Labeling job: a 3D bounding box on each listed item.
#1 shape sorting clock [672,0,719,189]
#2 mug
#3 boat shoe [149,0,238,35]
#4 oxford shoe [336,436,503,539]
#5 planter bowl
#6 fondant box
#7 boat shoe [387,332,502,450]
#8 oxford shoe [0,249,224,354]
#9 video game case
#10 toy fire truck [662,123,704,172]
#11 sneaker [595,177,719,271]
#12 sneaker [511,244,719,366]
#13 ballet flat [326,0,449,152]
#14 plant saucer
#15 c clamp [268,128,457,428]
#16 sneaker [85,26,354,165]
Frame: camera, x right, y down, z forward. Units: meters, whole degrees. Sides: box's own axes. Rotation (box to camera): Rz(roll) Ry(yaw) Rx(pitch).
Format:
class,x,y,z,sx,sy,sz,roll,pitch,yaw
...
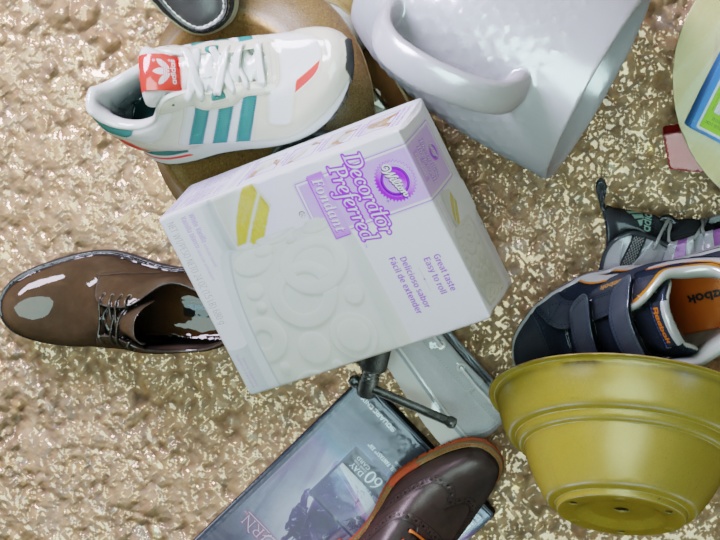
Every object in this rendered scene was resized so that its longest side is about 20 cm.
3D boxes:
class,x,y,z,sx,sy,sz,roll,pitch,yaw
shape sorting clock,0.312,-0.130,1.589,0.199,0.039,0.201,1,93,18
mug,0.080,-0.160,1.591,0.175,0.200,0.148,30,120,9
boat shoe,-0.152,-0.249,1.604,0.071,0.066,0.202,-26,100,11
oxford shoe,0.032,0.204,1.696,0.071,0.073,0.200,37,108,-21
planter bowl,0.184,0.131,1.616,0.199,0.201,0.084,4,67,8
fondant box,-0.018,-0.014,1.588,0.199,0.058,0.145,-19,107,28
boat shoe,0.041,0.038,1.695,0.068,0.072,0.201,-33,93,10
oxford shoe,-0.176,0.026,1.720,0.199,0.084,0.073,-2,101,11
video game case,-0.018,0.197,1.757,0.143,0.019,0.200,46,102,-1
toy fire truck,0.306,-0.147,1.633,0.199,0.049,0.142,-7,99,9
sneaker,0.226,-0.024,1.652,0.140,0.078,0.200,44,102,-1
sneaker,0.188,0.036,1.604,0.199,0.079,0.079,-23,99,22
ballet flat,-0.002,-0.140,1.675,0.069,0.063,0.200,-38,92,12
plant saucer,-0.082,-0.112,1.668,0.199,0.035,0.201,5,100,31
c clamp,0.000,0.000,1.637,0.170,0.027,0.201,14,118,16
sneaker,-0.100,-0.123,1.592,0.199,0.093,0.071,-13,71,34
